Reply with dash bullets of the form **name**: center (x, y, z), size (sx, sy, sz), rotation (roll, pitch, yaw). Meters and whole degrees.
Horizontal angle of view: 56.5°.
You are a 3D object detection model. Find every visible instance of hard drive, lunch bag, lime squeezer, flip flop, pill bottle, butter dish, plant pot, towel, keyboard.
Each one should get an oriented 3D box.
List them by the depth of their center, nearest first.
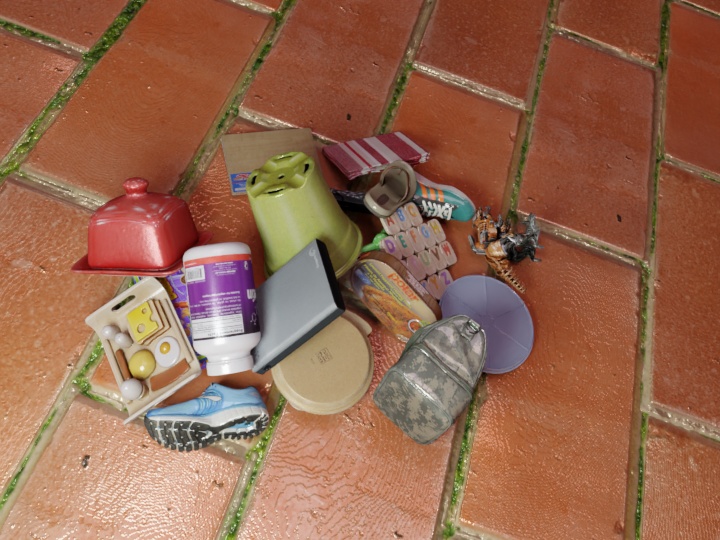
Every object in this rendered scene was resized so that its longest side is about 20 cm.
- **pill bottle**: center (-0.222, 0.061, 1.086), size (0.109, 0.112, 0.206), rotation (-7, 89, -16)
- **hard drive**: center (-0.118, 0.061, 1.115), size (0.033, 0.199, 0.142), rotation (25, 35, -46)
- **lunch bag**: center (0.125, 0.176, 1.119), size (0.139, 0.201, 0.168), rotation (41, 63, 11)
- **butter dish**: center (-0.375, -0.084, 1.144), size (0.194, 0.152, 0.200), rotation (2, 24, 9)
- **plant pot**: center (-0.114, -0.099, 1.195), size (0.195, 0.187, 0.203), rotation (-13, 40, 11)
- **lime squeezer**: center (0.035, -0.059, 1.292), size (0.200, 0.069, 0.038), rotation (-45, 115, -52)
- **flip flop**: center (0.065, -0.167, 1.292), size (0.080, 0.058, 0.200), rotation (35, 36, 5)
- **keyboard**: center (-0.036, -0.143, 1.320), size (0.194, 0.127, 0.021), rotation (8, 81, -6)
- **towel**: center (0.032, -0.249, 1.429), size (0.195, 0.023, 0.144), rotation (-15, 37, -20)

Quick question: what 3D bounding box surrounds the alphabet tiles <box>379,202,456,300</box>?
- **alphabet tiles**: center (0.115, -0.035, 1.290), size (0.198, 0.014, 0.199), rotation (-21, 83, -48)

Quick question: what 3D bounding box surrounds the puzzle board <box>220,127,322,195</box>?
- **puzzle board**: center (-0.184, -0.229, 1.403), size (0.195, 0.018, 0.154), rotation (-8, 63, -16)

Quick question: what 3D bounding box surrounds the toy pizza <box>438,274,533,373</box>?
- **toy pizza**: center (0.238, 0.103, 1.281), size (0.195, 0.032, 0.205), rotation (7, 60, -12)

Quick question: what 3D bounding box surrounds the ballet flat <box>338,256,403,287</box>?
- **ballet flat**: center (0.000, 0.000, 1.278), size (0.194, 0.072, 0.073), rotation (-5, 60, -12)

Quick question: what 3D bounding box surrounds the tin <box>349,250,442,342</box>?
- **tin**: center (0.066, 0.049, 1.209), size (0.200, 0.111, 0.042), rotation (47, 48, -10)

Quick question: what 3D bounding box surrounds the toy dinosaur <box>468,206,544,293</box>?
- **toy dinosaur**: center (0.295, -0.045, 1.366), size (0.132, 0.102, 0.205), rotation (-15, 81, -3)

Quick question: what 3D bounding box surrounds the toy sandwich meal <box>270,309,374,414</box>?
- **toy sandwich meal**: center (-0.066, 0.156, 1.169), size (0.199, 0.071, 0.210), rotation (4, 63, -8)

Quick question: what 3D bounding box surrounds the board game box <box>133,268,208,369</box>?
- **board game box**: center (-0.300, 0.072, 1.180), size (0.132, 0.045, 0.202), rotation (-23, 67, -23)

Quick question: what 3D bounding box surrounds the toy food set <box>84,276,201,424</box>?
- **toy food set**: center (-0.359, 0.126, 1.091), size (0.142, 0.060, 0.202), rotation (-33, 68, 3)

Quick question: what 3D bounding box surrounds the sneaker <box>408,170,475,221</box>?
- **sneaker**: center (0.139, -0.140, 1.389), size (0.196, 0.072, 0.081), rotation (26, 58, 14)

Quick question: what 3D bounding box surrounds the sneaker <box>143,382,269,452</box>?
- **sneaker**: center (-0.251, 0.232, 1.091), size (0.195, 0.080, 0.091), rotation (-2, 41, -17)
